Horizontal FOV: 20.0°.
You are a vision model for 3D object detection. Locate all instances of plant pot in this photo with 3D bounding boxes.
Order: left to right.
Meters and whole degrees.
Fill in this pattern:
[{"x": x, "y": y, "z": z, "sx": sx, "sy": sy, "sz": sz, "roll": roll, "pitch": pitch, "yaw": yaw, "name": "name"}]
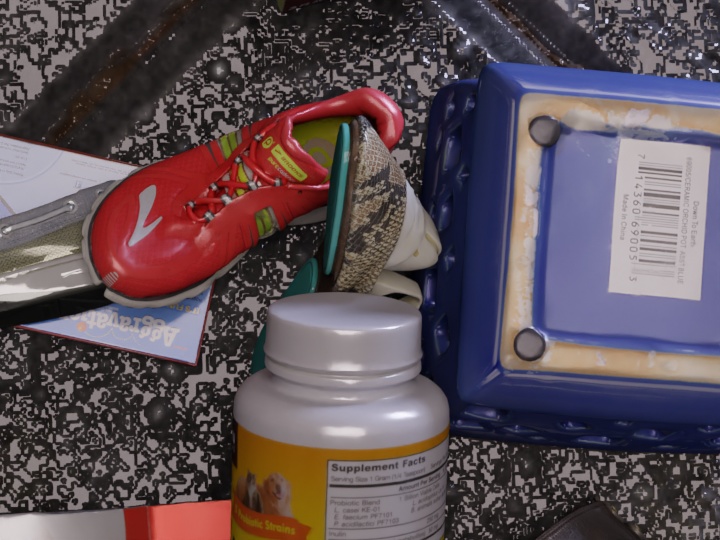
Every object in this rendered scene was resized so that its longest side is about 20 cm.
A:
[{"x": 0.134, "y": -0.008, "z": 1.080, "sx": 0.199, "sy": 0.180, "sz": 0.201, "roll": 5, "pitch": 84, "yaw": -4, "name": "plant pot"}]

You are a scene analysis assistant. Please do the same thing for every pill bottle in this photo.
[{"x": -0.011, "y": 0.117, "z": 1.028, "sx": 0.109, "sy": 0.109, "sz": 0.201, "roll": 1, "pitch": 103, "yaw": -5, "name": "pill bottle"}]

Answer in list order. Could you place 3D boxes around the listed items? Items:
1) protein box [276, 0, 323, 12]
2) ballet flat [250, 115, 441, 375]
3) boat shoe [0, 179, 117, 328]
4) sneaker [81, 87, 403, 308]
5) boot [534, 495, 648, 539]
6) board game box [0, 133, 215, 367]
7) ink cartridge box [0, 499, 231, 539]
[{"x": -0.003, "y": -0.268, "z": 1.083, "sx": 0.134, "sy": 0.200, "sz": 0.199, "roll": -17, "pitch": 86, "yaw": -7, "name": "protein box"}, {"x": 0.000, "y": 0.000, "z": 1.078, "sx": 0.075, "sy": 0.200, "sz": 0.068, "roll": 12, "pitch": 43, "yaw": -11, "name": "ballet flat"}, {"x": -0.218, "y": -0.002, "z": 1.084, "sx": 0.201, "sy": 0.074, "sz": 0.065, "roll": -10, "pitch": 78, "yaw": -11, "name": "boat shoe"}, {"x": -0.061, "y": -0.050, "z": 1.087, "sx": 0.200, "sy": 0.085, "sz": 0.077, "roll": -31, "pitch": 85, "yaw": -31, "name": "sneaker"}, {"x": 0.184, "y": 0.181, "z": 1.107, "sx": 0.174, "sy": 0.200, "sz": 0.069, "roll": 40, "pitch": 118, "yaw": 27, "name": "boot"}, {"x": -0.177, "y": -0.018, "z": 1.132, "sx": 0.199, "sy": 0.019, "sz": 0.103, "roll": 13, "pitch": 82, "yaw": -4, "name": "board game box"}, {"x": -0.139, "y": 0.206, "z": 1.068, "sx": 0.199, "sy": 0.050, "sz": 0.163, "roll": -4, "pitch": 85, "yaw": -2, "name": "ink cartridge box"}]
